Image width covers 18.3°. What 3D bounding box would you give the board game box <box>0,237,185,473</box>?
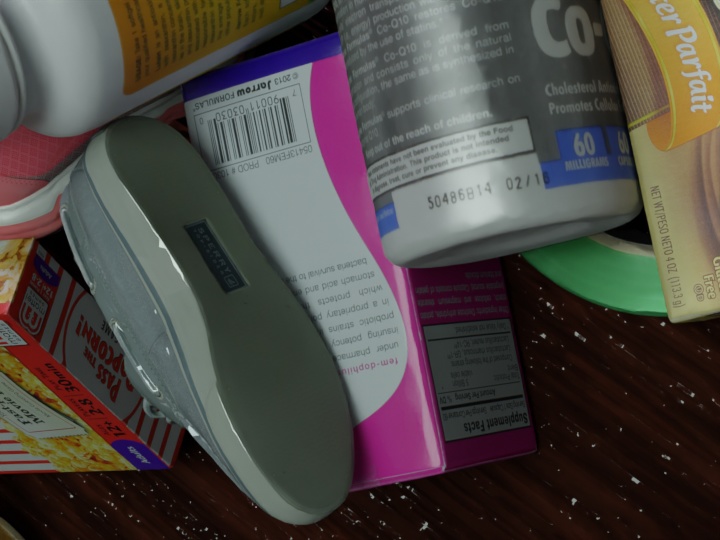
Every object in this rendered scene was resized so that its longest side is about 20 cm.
[{"bbox_3d":[-0.207,0.048,1.129,0.199,0.152,0.046,-5,55,31],"label":"board game box"}]

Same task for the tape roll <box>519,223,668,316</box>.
[{"bbox_3d":[0.141,-0.080,0.982,0.200,0.048,0.201,1,92,30],"label":"tape roll"}]

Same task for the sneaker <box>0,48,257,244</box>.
[{"bbox_3d":[-0.123,-0.103,1.066,0.074,0.087,0.200,25,64,43],"label":"sneaker"}]

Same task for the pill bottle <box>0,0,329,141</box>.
[{"bbox_3d":[-0.114,-0.127,0.985,0.111,0.200,0.111,34,140,34],"label":"pill bottle"}]

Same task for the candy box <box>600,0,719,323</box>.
[{"bbox_3d":[0.165,-0.088,0.909,0.115,0.055,0.201,-14,84,29],"label":"candy box"}]

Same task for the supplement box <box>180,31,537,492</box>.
[{"bbox_3d":[0.000,0.000,1.034,0.101,0.103,0.201,-13,83,29],"label":"supplement box"}]

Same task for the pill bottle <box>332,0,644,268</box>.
[{"bbox_3d":[0.046,-0.109,0.943,0.113,0.114,0.201,-14,84,29],"label":"pill bottle"}]

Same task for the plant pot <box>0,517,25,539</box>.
[{"bbox_3d":[-0.280,0.230,1.171,0.200,0.186,0.187,-31,76,40],"label":"plant pot"}]

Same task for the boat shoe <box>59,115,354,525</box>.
[{"bbox_3d":[-0.072,0.029,0.989,0.072,0.070,0.201,-43,70,43],"label":"boat shoe"}]
